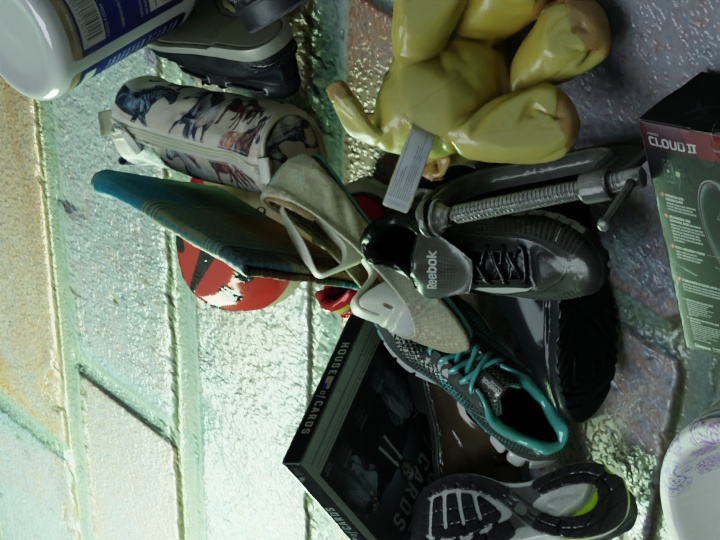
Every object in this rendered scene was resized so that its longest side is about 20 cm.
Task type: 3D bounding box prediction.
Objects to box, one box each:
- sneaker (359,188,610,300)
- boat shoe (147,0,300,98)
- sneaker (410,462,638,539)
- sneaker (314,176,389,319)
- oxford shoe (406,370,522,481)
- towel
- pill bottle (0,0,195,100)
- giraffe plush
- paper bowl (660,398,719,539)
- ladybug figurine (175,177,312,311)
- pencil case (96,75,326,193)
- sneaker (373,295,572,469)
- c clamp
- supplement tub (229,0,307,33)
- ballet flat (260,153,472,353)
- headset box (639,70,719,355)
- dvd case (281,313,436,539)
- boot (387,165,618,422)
[{"bbox_3d":[0.081,-0.008,1.533,0.199,0.090,0.067,14,118,37],"label":"sneaker"},{"bbox_3d":[-0.112,-0.178,1.751,0.199,0.074,0.066,13,138,48],"label":"boat shoe"},{"bbox_3d":[0.133,0.203,1.726,0.199,0.074,0.081,-6,158,28],"label":"sneaker"},{"bbox_3d":[0.001,0.020,1.776,0.077,0.085,0.201,19,132,44],"label":"sneaker"},{"bbox_3d":[0.104,0.146,1.773,0.084,0.073,0.201,2,122,47],"label":"oxford shoe"},{"bbox_3d":[-0.105,-0.031,1.698,0.200,0.146,0.022,30,106,41],"label":"towel"},{"bbox_3d":[-0.202,-0.227,1.704,0.115,0.200,0.116,31,140,31],"label":"pill bottle"},{"bbox_3d":[0.072,-0.126,1.514,0.172,0.200,0.162,37,180,3],"label":"giraffe plush"},{"bbox_3d":[0.314,0.164,1.477,0.200,0.104,0.201,33,142,30],"label":"paper bowl"},{"bbox_3d":[-0.111,-0.028,1.886,0.136,0.072,0.200,44,146,15],"label":"ladybug figurine"},{"bbox_3d":[-0.117,-0.105,1.725,0.199,0.089,0.078,16,124,41],"label":"pencil case"},{"bbox_3d":[0.095,0.078,1.681,0.200,0.078,0.091,40,174,-7],"label":"sneaker"},{"bbox_3d":[0.116,-0.057,1.469,0.199,0.171,0.027,-9,108,36],"label":"c clamp"},{"bbox_3d":[-0.105,-0.282,1.617,0.107,0.107,0.201,-19,104,56],"label":"supplement tub"},{"bbox_3d":[0.000,0.000,1.632,0.200,0.062,0.067,48,159,6],"label":"ballet flat"},{"bbox_3d":[0.271,-0.036,1.390,0.148,0.075,0.201,14,130,45],"label":"headset box"},{"bbox_3d":[0.020,0.155,1.760,0.025,0.151,0.200,-2,140,38],"label":"dvd case"},{"bbox_3d":[0.105,0.009,1.639,0.167,0.076,0.201,9,120,43],"label":"boot"}]
